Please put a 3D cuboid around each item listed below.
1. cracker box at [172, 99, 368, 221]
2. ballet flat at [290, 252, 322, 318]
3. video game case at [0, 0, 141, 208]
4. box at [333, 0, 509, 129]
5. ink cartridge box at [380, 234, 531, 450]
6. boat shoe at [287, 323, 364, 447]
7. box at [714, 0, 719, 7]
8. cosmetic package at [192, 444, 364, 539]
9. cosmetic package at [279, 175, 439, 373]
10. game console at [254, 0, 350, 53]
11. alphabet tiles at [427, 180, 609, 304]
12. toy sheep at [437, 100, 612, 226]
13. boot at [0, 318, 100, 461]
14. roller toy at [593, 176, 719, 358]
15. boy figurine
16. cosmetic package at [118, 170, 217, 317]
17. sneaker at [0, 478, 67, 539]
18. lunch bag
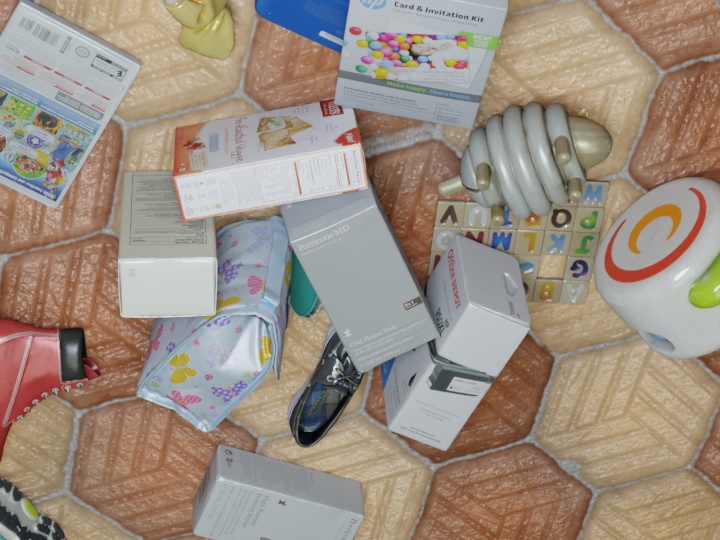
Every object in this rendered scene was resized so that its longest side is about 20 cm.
[{"bbox_3d":[-0.097,-0.121,1.586,0.199,0.134,0.058,-10,118,-1],"label":"cracker box"},{"bbox_3d":[-0.045,-0.035,1.689,0.064,0.076,0.201,-24,134,-31],"label":"ballet flat"},{"bbox_3d":[-0.345,-0.176,1.595,0.143,0.018,0.200,27,114,-21],"label":"video game case"},{"bbox_3d":[0.060,-0.230,1.525,0.155,0.041,0.200,10,148,-2],"label":"box"},{"bbox_3d":[0.106,0.082,1.720,0.084,0.145,0.200,21,120,-17],"label":"ink cartridge box"},{"bbox_3d":[-0.030,0.131,1.787,0.070,0.066,0.200,26,115,-20],"label":"boat shoe"},{"bbox_3d":[0.485,-0.293,1.568,0.199,0.102,0.113,20,117,-17],"label":"box"},{"bbox_3d":[-0.104,0.300,1.878,0.199,0.074,0.102,17,118,-15],"label":"cosmetic package"},{"bbox_3d":[0.000,0.000,1.622,0.106,0.090,0.200,-25,128,5],"label":"cosmetic package"},{"bbox_3d":[0.015,-0.316,1.551,0.199,0.119,0.171,22,147,-18],"label":"game console"},{"bbox_3d":[0.182,-0.034,1.746,0.199,0.008,0.168,2,121,-8],"label":"alphabet tiles"},{"bbox_3d":[0.177,-0.117,1.623,0.199,0.138,0.138,-13,122,13],"label":"toy sheep"},{"bbox_3d":[-0.386,0.154,1.761,0.144,0.072,0.201,7,116,-12],"label":"boot"},{"bbox_3d":[0.371,-0.001,1.687,0.182,0.201,0.140,-26,123,37],"label":"roller toy"},{"bbox_3d":[-0.164,-0.298,1.495,0.064,0.125,0.200,13,147,17],"label":"boy figurine"},{"bbox_3d":[-0.206,-0.032,1.590,0.105,0.200,0.071,0,121,-5],"label":"cosmetic package"},{"bbox_3d":[-0.436,0.336,1.875,0.079,0.078,0.200,-19,118,28],"label":"sneaker"},{"bbox_3d":[-0.142,0.054,1.647,0.127,0.170,0.200,30,125,-22],"label":"lunch bag"}]
